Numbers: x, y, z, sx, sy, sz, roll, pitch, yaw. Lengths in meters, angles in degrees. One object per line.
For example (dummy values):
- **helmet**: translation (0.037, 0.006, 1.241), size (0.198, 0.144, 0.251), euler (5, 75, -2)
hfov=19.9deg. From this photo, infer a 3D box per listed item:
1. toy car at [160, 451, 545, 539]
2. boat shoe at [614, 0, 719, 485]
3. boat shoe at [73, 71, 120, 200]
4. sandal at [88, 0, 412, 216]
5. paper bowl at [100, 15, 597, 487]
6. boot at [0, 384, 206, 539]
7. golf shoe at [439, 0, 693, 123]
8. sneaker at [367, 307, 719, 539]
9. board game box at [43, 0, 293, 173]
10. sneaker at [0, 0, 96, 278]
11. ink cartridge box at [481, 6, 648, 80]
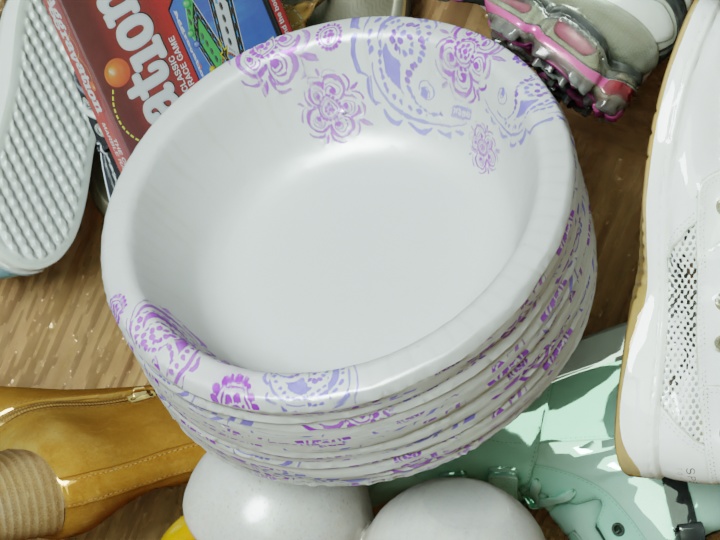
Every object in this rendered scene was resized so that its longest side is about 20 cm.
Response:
- **toy car**: translation (-0.015, 0.176, 0.871), size (0.198, 0.150, 0.177), euler (16, 120, 16)
- **boat shoe**: translation (0.151, -0.011, 0.844), size (0.069, 0.071, 0.202), euler (8, 98, 19)
- **boat shoe**: translation (-0.102, -0.085, 0.950), size (0.071, 0.068, 0.202), euler (-2, 94, 26)
- **sandal**: translation (-0.057, -0.092, 0.990), size (0.199, 0.054, 0.081), euler (-37, 74, 9)
- **paper bowl**: translation (0.000, 0.000, 0.853), size (0.199, 0.105, 0.202), euler (-9, 50, 11)
- **boot**: translation (-0.151, 0.082, 0.981), size (0.143, 0.201, 0.072), euler (-13, 106, -24)
- **golf shoe**: translation (0.055, -0.154, 0.876), size (0.199, 0.073, 0.092), euler (38, 90, 6)
- **sneaker**: translation (0.075, 0.104, 0.920), size (0.199, 0.074, 0.119), euler (-21, 80, 12)
- **board game box**: translation (-0.067, -0.072, 0.927), size (0.103, 0.019, 0.201), euler (-34, 114, -26)
- **sneaker**: translation (-0.164, -0.090, 1.013), size (0.082, 0.074, 0.202), euler (-13, 54, 51)
- **ink cartridge box**: translation (0.121, -0.200, 0.940), size (0.145, 0.084, 0.200), euler (41, 95, 16)
